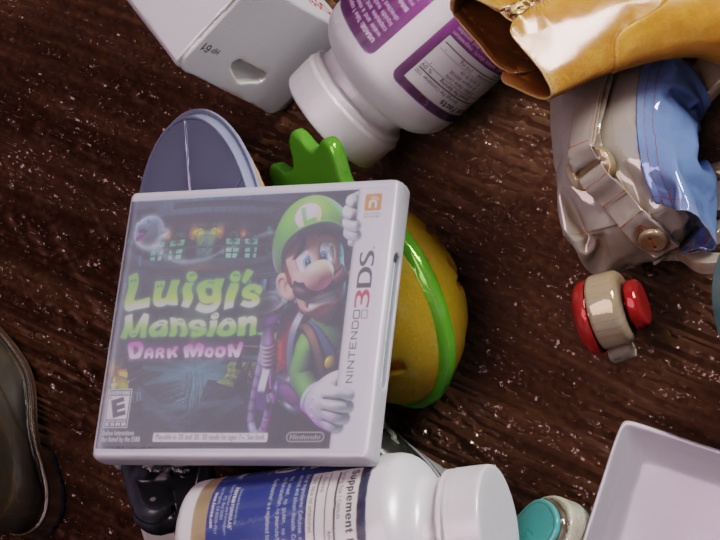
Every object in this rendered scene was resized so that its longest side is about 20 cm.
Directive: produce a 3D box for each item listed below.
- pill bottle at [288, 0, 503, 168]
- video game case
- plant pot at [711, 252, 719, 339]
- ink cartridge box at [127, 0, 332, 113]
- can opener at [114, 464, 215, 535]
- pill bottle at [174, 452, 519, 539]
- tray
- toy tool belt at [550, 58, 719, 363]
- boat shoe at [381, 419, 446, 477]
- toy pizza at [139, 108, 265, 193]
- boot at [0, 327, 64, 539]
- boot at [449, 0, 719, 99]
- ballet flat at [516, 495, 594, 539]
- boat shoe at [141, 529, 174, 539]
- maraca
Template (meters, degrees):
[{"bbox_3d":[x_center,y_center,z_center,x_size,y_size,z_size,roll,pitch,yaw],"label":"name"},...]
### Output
[{"bbox_3d":[0.050,-0.163,1.560,0.200,0.112,0.113,-41,65,17],"label":"pill bottle"},{"bbox_3d":[-0.071,0.034,1.496,0.199,0.023,0.183,-2,70,26],"label":"video game case"},{"bbox_3d":[0.290,0.011,1.368,0.134,0.199,0.202,-24,68,51],"label":"plant pot"},{"bbox_3d":[-0.116,-0.219,1.642,0.085,0.144,0.200,-43,64,14],"label":"ink cartridge box"},{"bbox_3d":[-0.141,0.105,1.583,0.201,0.063,0.079,-111,22,-43],"label":"can opener"},{"bbox_3d":[-0.007,0.174,1.469,0.199,0.111,0.112,-9,77,20],"label":"pill bottle"},{"bbox_3d":[0.184,0.204,1.463,0.107,0.022,0.201,17,90,12],"label":"tray"},{"bbox_3d":[0.187,-0.051,1.455,0.122,0.125,0.201,-15,55,20],"label":"toy tool belt"},{"bbox_3d":[-0.001,0.128,1.567,0.071,0.064,0.200,-49,63,13],"label":"boat shoe"},{"bbox_3d":[-0.102,-0.011,1.625,0.200,0.032,0.202,10,101,59],"label":"toy pizza"},{"bbox_3d":[-0.287,0.100,1.711,0.075,0.097,0.201,-36,67,19],"label":"boot"},{"bbox_3d":[0.164,-0.138,1.420,0.201,0.071,0.144,35,55,26],"label":"boot"},{"bbox_3d":[0.080,0.227,1.504,0.200,0.062,0.068,-44,42,15],"label":"ballet flat"},{"bbox_3d":[-0.067,0.205,1.595,0.199,0.060,0.074,29,127,33],"label":"boat shoe"},{"bbox_3d":[0.000,0.000,1.554,0.201,0.107,0.137,58,144,14],"label":"maraca"}]
